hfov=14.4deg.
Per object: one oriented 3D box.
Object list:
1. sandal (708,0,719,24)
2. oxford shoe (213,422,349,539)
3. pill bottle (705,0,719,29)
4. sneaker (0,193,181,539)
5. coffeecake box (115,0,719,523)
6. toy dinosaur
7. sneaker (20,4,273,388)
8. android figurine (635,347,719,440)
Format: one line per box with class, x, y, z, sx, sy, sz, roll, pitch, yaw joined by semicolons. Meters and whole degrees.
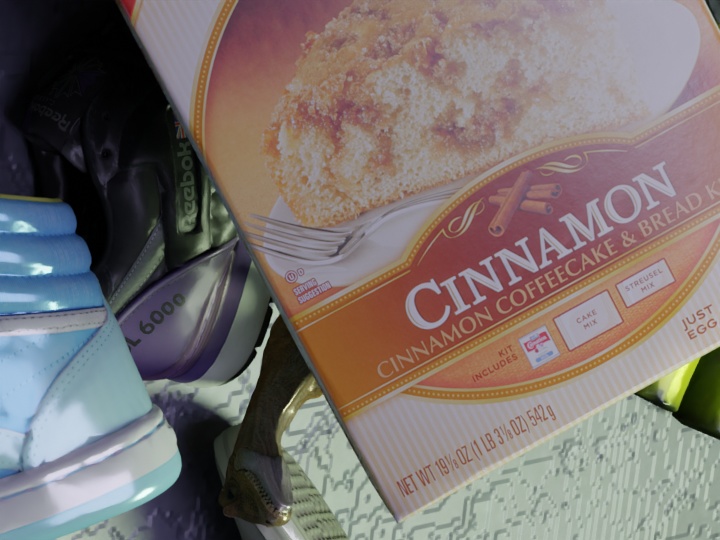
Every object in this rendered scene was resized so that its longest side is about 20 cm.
sandal;0.161;-0.174;0.969;0.076;0.043;0.201;22;83;-53
oxford shoe;-0.015;0.139;1.031;0.058;0.075;0.200;-21;125;6
pill bottle;0.063;-0.086;0.979;0.112;0.112;0.200;-46;131;-21
sneaker;-0.164;0.034;0.850;0.199;0.079;0.131;-19;97;-20
coffeecake box;0.028;-0.052;0.855;0.153;0.073;0.201;-28;95;-2
toy dinosaur;0.000;0.000;0.956;0.106;0.060;0.200;-50;-178;46
sneaker;-0.058;-0.059;0.906;0.087;0.076;0.201;7;102;-39
android figurine;0.169;-0.031;1.141;0.182;0.041;0.201;31;85;-54
